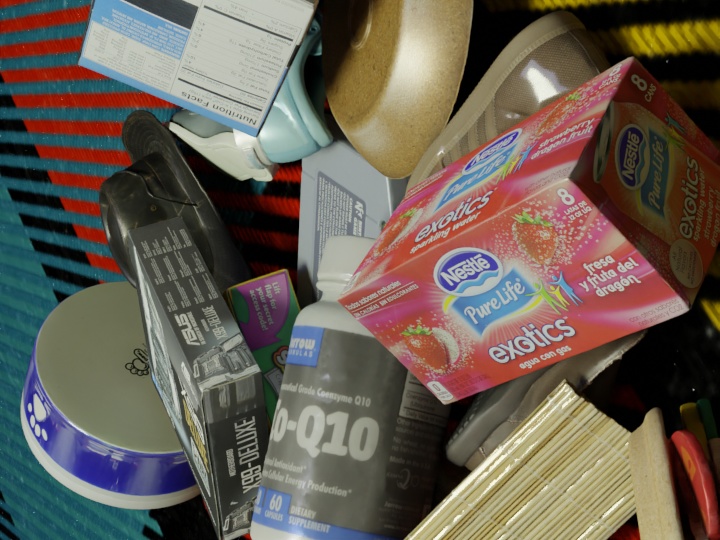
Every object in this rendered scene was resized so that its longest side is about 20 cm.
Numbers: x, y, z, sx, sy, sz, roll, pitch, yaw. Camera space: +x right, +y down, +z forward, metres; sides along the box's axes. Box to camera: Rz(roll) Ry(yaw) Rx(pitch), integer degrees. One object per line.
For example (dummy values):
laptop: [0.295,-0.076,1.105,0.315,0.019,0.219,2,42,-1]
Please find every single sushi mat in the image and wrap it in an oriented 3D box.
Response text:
sushi mat: [0.088,0.156,0.820,0.200,0.095,0.012,-49,21,22]

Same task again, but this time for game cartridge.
game cartridge: [0.000,0.000,1.030,0.133,0.040,0.202,41,135,50]

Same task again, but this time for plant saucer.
plant saucer: [0.014,-0.160,0.889,0.200,0.035,0.203,-178,90,-69]

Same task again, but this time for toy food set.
toy food set: [0.172,0.164,0.704,0.200,0.048,0.200,-63,-38,-72]

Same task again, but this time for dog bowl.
dog bowl: [-0.198,0.107,1.241,0.201,0.198,0.079,56,141,32]

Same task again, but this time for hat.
hat: [-0.180,-0.034,1.224,0.201,0.080,0.202,44,153,30]

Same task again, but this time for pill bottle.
pill bottle: [0.002,0.086,0.901,0.113,0.113,0.203,0,76,59]

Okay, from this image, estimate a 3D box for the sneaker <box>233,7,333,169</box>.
sneaker: [-0.045,-0.171,1.016,0.074,0.081,0.203,42,-135,-68]

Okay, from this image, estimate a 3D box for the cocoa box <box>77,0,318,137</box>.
cocoa box: [-0.084,-0.216,0.905,0.132,0.132,0.202,122,166,-52]

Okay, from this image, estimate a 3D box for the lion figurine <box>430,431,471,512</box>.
lion figurine: [0.085,0.217,0.938,0.122,0.072,0.202,39,137,55]

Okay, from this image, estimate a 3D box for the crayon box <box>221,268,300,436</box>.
crayon box: [-0.067,0.115,1.116,0.172,0.058,0.202,145,107,-74]

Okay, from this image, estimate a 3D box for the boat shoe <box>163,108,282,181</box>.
boat shoe: [-0.105,-0.118,1.157,0.062,0.073,0.200,-57,26,-7]

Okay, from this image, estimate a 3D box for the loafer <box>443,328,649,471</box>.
loafer: [0.124,0.069,0.833,0.071,0.073,0.200,36,141,0]

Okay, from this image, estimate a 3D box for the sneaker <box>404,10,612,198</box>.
sneaker: [0.087,-0.060,0.827,0.076,0.070,0.201,57,146,20]

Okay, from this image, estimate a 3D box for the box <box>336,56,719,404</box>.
box: [0.091,-0.015,0.750,0.095,0.100,0.199,44,143,-14]

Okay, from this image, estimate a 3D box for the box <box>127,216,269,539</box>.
box: [-0.122,0.080,1.074,0.201,0.049,0.159,-123,23,-46]
